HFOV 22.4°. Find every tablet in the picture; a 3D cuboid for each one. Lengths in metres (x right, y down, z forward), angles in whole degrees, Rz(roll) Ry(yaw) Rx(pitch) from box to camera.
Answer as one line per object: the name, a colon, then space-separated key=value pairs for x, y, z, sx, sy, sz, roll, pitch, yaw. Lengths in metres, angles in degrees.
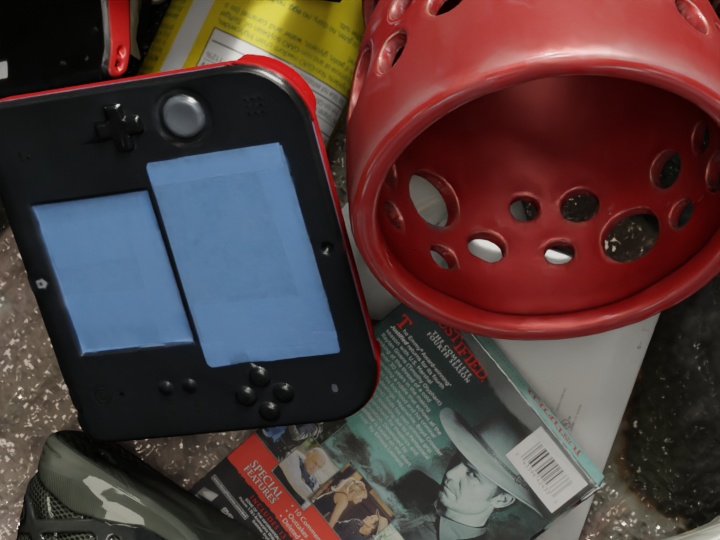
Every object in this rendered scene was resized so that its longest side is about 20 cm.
tablet: x=0.076 y=0.081 z=1.003 sx=0.129 sy=0.014 sz=0.201 roll=18 pitch=104 yaw=3

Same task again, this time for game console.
game console: x=-0.204 y=-0.174 z=0.979 sx=0.199 sy=0.031 sz=0.178 roll=-7 pitch=86 yaw=34
game console: x=-0.090 y=-0.006 z=0.930 sx=0.176 sy=0.031 sz=0.201 roll=-9 pitch=114 yaw=13

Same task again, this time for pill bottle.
pill bottle: x=-0.060 y=-0.111 z=1.001 sx=0.114 sy=0.114 sz=0.201 roll=26 pitch=90 yaw=6

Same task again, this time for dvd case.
dvd case: x=0.015 y=0.120 z=1.002 sx=0.200 sy=0.022 sz=0.146 roll=-43 pitch=84 yaw=22

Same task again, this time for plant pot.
plant pot: x=0.088 y=-0.093 z=0.911 sx=0.199 sy=0.201 sz=0.183 roll=-11 pitch=48 yaw=5

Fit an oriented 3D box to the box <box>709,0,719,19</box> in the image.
box: x=0.274 y=-0.088 z=0.941 sx=0.163 sy=0.166 sz=0.201 roll=-12 pitch=86 yaw=4

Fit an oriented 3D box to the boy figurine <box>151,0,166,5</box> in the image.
boy figurine: x=-0.170 y=-0.189 z=1.041 sx=0.199 sy=0.064 sz=0.125 roll=-34 pitch=88 yaw=1

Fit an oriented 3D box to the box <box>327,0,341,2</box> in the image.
box: x=-0.086 y=-0.252 z=0.911 sx=0.197 sy=0.050 sz=0.201 roll=8 pitch=79 yaw=-13

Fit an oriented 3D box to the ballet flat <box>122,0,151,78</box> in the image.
ballet flat: x=-0.151 y=-0.117 z=0.999 sx=0.068 sy=0.068 sz=0.201 roll=6 pitch=115 yaw=-18

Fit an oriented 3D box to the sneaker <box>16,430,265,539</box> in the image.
sneaker: x=-0.112 y=0.184 z=1.004 sx=0.199 sy=0.076 sz=0.115 roll=30 pitch=103 yaw=17

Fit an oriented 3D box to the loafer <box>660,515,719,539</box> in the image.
loafer: x=0.174 y=0.178 z=0.986 sx=0.199 sy=0.070 sz=0.070 roll=-19 pitch=82 yaw=1

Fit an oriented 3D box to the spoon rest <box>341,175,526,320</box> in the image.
spoon rest: x=0.000 y=0.000 z=1.022 sx=0.199 sy=0.061 sz=0.100 roll=-24 pitch=101 yaw=-7
